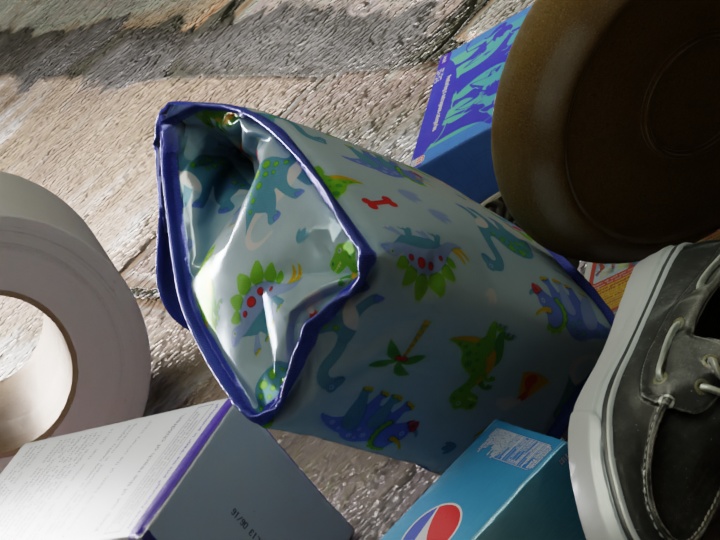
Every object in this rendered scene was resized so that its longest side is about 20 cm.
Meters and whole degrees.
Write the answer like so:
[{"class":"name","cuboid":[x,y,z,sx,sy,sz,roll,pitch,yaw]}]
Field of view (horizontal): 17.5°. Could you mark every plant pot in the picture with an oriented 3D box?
[{"class":"plant pot","cuboid":[0.151,-0.085,1.086,0.200,0.200,0.027,-41,45,-6]}]

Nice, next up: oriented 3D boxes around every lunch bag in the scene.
[{"class":"lunch bag","cuboid":[0.000,0.000,1.119,0.128,0.170,0.200,-54,40,20]}]

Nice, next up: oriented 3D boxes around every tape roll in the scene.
[{"class":"tape roll","cuboid":[-0.241,0.047,1.478,0.203,0.203,0.139,-40,21,-3]}]

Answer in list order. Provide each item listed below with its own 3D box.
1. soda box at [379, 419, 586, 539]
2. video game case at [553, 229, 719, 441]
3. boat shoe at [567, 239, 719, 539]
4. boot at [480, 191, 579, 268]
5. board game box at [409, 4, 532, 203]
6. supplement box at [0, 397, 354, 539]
[{"class":"soda box","cuboid":[0.025,0.159,0.997,0.200,0.068,0.064,-45,22,-15]},{"class":"video game case","cuboid":[0.169,-0.004,1.160,0.143,0.017,0.200,-27,24,28]},{"class":"boat shoe","cuboid":[0.141,0.051,1.000,0.071,0.072,0.200,-27,32,36]},{"class":"boot","cuboid":[0.022,0.010,1.323,0.182,0.073,0.200,-41,14,-9]},{"class":"board game box","cuboid":[0.130,-0.126,1.432,0.200,0.045,0.152,-28,24,25]},{"class":"supplement box","cuboid":[-0.117,0.146,1.213,0.200,0.101,0.103,-15,31,46]}]
